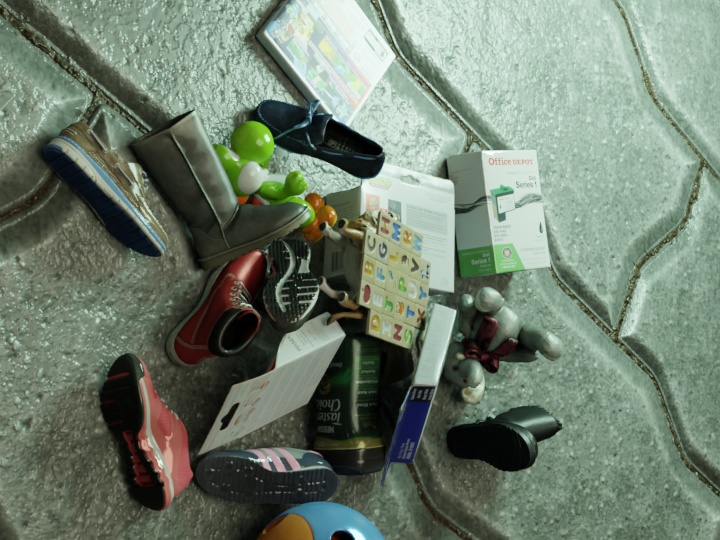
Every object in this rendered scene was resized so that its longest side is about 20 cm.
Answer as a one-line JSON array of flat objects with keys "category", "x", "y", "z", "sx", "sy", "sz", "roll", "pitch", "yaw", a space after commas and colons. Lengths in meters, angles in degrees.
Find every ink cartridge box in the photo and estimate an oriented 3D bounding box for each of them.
[{"category": "ink cartridge box", "x": -0.126, "y": 0.149, "z": 1.594, "sx": 0.199, "sy": 0.161, "sz": 0.047, "roll": -22, "pitch": 62, "yaw": -41}, {"category": "ink cartridge box", "x": 0.228, "y": -0.096, "z": 1.989, "sx": 0.145, "sy": 0.084, "sz": 0.202, "roll": -7, "pitch": 89, "yaw": -43}, {"category": "ink cartridge box", "x": 0.085, "y": 0.185, "z": 1.741, "sx": 0.040, "sy": 0.201, "sz": 0.201, "roll": 17, "pitch": 49, "yaw": 5}, {"category": "ink cartridge box", "x": 0.047, "y": -0.061, "z": 1.821, "sx": 0.199, "sy": 0.083, "sz": 0.178, "roll": 12, "pitch": 75, "yaw": -40}]

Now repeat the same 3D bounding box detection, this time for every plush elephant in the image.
[{"category": "plush elephant", "x": 0.184, "y": 0.123, "z": 1.886, "sx": 0.164, "sy": 0.200, "sz": 0.156, "roll": 36, "pitch": 84, "yaw": -18}]

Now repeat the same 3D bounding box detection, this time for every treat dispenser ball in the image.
[{"category": "treat dispenser ball", "x": -0.053, "y": 0.407, "z": 1.590, "sx": 0.200, "sy": 0.200, "sz": 0.203, "roll": 7, "pitch": 80, "yaw": -41}]

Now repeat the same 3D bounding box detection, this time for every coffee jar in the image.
[{"category": "coffee jar", "x": -0.018, "y": 0.189, "z": 1.716, "sx": 0.085, "sy": 0.104, "sz": 0.202, "roll": 2, "pitch": 82, "yaw": -46}]

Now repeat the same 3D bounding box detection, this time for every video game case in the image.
[{"category": "video game case", "x": -0.048, "y": -0.337, "z": 1.816, "sx": 0.200, "sy": 0.023, "sz": 0.183, "roll": 50, "pitch": 55, "yaw": -27}]

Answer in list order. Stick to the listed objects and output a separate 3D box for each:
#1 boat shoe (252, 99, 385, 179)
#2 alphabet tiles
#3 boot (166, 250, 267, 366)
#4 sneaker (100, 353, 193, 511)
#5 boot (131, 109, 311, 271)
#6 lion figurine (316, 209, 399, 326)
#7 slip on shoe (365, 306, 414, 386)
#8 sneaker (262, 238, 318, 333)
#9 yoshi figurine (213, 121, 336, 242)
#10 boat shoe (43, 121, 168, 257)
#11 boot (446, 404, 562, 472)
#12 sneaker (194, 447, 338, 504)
[{"category": "boat shoe", "x": -0.053, "y": -0.201, "z": 1.712, "sx": 0.198, "sy": 0.069, "sz": 0.085, "roll": 18, "pitch": 66, "yaw": -7}, {"category": "alphabet tiles", "x": 0.049, "y": 0.017, "z": 1.668, "sx": 0.200, "sy": 0.006, "sz": 0.168, "roll": 24, "pitch": 69, "yaw": -58}, {"category": "boot", "x": -0.154, "y": 0.041, "z": 1.587, "sx": 0.073, "sy": 0.144, "sz": 0.201, "roll": 49, "pitch": 53, "yaw": -22}, {"category": "sneaker", "x": -0.265, "y": 0.197, "z": 1.530, "sx": 0.087, "sy": 0.073, "sz": 0.202, "roll": -26, "pitch": 106, "yaw": -55}, {"category": "boot", "x": -0.181, "y": -0.119, "z": 1.597, "sx": 0.180, "sy": 0.073, "sz": 0.202, "roll": -24, "pitch": 100, "yaw": -3}, {"category": "lion figurine", "x": 0.000, "y": 0.000, "z": 1.658, "sx": 0.122, "sy": 0.072, "sz": 0.202, "roll": 30, "pitch": 58, "yaw": -42}, {"category": "slip on shoe", "x": 0.034, "y": 0.092, "z": 1.764, "sx": 0.060, "sy": 0.076, "sz": 0.201, "roll": -29, "pitch": 140, "yaw": -20}, {"category": "sneaker", "x": -0.092, "y": 0.035, "z": 1.620, "sx": 0.201, "sy": 0.073, "sz": 0.081, "roll": -91, "pitch": -177, "yaw": -62}, {"category": "yoshi figurine", "x": -0.118, "y": -0.134, "z": 1.677, "sx": 0.199, "sy": 0.112, "sz": 0.113, "roll": 35, "pitch": 47, "yaw": -31}, {"category": "boat shoe", "x": -0.303, "y": -0.104, "z": 1.520, "sx": 0.200, "sy": 0.072, "sz": 0.073, "roll": 51, "pitch": 53, "yaw": -25}, {"category": "boot", "x": 0.249, "y": 0.258, "z": 1.894, "sx": 0.161, "sy": 0.197, "sz": 0.074, "roll": -8, "pitch": 93, "yaw": -36}, {"category": "sneaker", "x": -0.133, "y": 0.271, "z": 1.638, "sx": 0.198, "sy": 0.082, "sz": 0.071, "roll": 12, "pitch": 106, "yaw": -22}]
